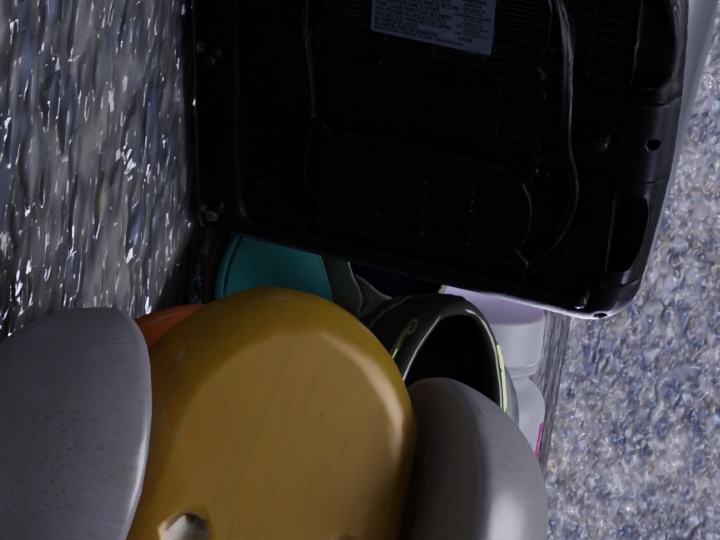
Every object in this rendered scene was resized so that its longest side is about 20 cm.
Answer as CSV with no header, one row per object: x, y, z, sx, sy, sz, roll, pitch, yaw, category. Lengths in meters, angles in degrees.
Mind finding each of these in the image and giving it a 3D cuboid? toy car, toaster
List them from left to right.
-0.053,0.104,0.614,0.150,0.174,0.201,0,-103,63,toy car
0.043,-0.091,0.745,0.119,0.199,0.182,-63,160,-46,toaster

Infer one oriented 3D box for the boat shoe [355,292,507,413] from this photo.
0.016,0.108,0.776,0.060,0.072,0.203,162,-65,-66,boat shoe

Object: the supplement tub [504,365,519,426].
0.018,0.120,1.047,0.200,0.122,0.123,86,17,-53,supplement tub

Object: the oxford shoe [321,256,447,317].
-0.011,0.029,0.851,0.074,0.071,0.201,134,-18,-79,oxford shoe

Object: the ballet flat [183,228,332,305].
-0.047,0.056,0.766,0.200,0.074,0.075,-93,-175,-52,ballet flat

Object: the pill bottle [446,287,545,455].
0.050,0.116,1.250,0.113,0.113,0.201,-43,143,-74,pill bottle
